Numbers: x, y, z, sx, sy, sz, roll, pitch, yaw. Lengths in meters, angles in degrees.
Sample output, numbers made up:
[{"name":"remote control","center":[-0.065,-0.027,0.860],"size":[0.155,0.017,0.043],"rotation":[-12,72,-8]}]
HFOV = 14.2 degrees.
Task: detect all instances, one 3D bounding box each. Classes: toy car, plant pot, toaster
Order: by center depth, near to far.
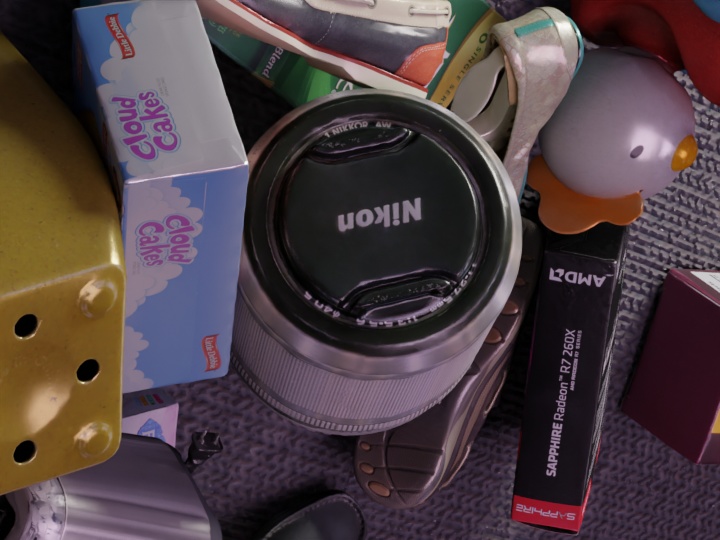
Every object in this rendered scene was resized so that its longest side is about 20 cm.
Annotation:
[{"name":"plant pot","center":[-0.218,0.018,1.457],"size":[0.194,0.200,0.196],"rotation":[-16,126,-33]},{"name":"toaster","center":[-0.169,0.161,1.573],"size":[0.129,0.114,0.200],"rotation":[15,120,-42]},{"name":"toy car","center":[0.180,-0.102,1.719],"size":[0.201,0.176,0.184],"rotation":[-62,148,-4]}]

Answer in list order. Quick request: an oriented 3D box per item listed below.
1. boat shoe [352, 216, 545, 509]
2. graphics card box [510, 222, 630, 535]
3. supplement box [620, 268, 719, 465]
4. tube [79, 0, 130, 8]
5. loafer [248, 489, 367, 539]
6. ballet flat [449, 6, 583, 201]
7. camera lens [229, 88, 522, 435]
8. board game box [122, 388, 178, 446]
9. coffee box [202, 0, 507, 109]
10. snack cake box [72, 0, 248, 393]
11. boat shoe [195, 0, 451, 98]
[{"name":"boat shoe","center":[0.058,0.056,1.820],"size":[0.201,0.074,0.073],"rotation":[-61,162,1]},{"name":"graphics card box","center":[0.136,0.050,1.836],"size":[0.126,0.051,0.201],"rotation":[-68,166,-60]},{"name":"supplement box","center":[0.290,0.067,2.000],"size":[0.199,0.086,0.111],"rotation":[1,115,-40]},{"name":"tube","center":[-0.116,-0.194,1.525],"size":[0.077,0.050,0.201],"rotation":[-5,115,-34]},{"name":"loafer","center":[-0.055,0.202,1.770],"size":[0.068,0.070,0.201],"rotation":[50,52,-4]},{"name":"ballet flat","center":[0.071,-0.082,1.711],"size":[0.062,0.068,0.200],"rotation":[-13,144,-30]},{"name":"camera lens","center":[0.000,0.000,1.606],"size":[0.160,0.160,0.200],"rotation":[-38,171,-15]},{"name":"board game box","center":[-0.205,0.175,1.678],"size":[0.198,0.043,0.201],"rotation":[-13,123,-34]},{"name":"coffee box","center":[-0.011,-0.147,1.641],"size":[0.123,0.044,0.200],"rotation":[-53,136,-1]},{"name":"snack cake box","center":[-0.109,-0.037,1.520],"size":[0.067,0.115,0.200],"rotation":[-9,147,-12]},{"name":"boat shoe","center":[-0.029,-0.145,1.546],"size":[0.200,0.071,0.063],"rotation":[20,93,-41]}]
